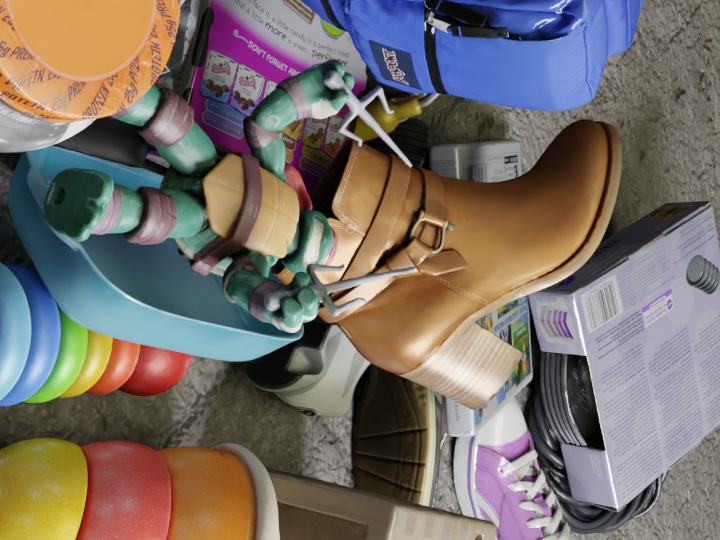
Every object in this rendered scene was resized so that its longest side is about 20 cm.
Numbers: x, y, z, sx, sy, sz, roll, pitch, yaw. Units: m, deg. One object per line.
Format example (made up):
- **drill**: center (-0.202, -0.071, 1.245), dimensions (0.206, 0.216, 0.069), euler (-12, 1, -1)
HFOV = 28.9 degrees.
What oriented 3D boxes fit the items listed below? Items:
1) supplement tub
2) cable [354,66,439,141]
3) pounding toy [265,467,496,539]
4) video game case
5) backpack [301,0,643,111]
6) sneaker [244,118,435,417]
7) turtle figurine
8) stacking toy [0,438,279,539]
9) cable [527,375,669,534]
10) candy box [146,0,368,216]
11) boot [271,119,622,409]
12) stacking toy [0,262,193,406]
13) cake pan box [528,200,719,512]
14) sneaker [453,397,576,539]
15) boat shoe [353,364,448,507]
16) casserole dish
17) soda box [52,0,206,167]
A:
- **supplement tub**: center (-0.174, -0.110, 0.573), dimensions (0.122, 0.200, 0.123), euler (-9, 101, -48)
- **cable**: center (0.061, -0.118, 0.847), dimensions (0.097, 0.199, 0.050), euler (-55, 131, -40)
- **pounding toy**: center (0.001, 0.224, 0.813), dimensions (0.142, 0.200, 0.185), euler (21, 79, -48)
- **video game case**: center (0.086, 0.003, 0.956), dimensions (0.200, 0.022, 0.183), euler (-19, 106, -72)
- **backpack**: center (0.044, -0.179, 0.713), dimensions (0.163, 0.199, 0.168), euler (67, 39, -66)
- **sneaker**: center (0.000, 0.000, 0.891), dimensions (0.088, 0.074, 0.200), euler (41, 71, -48)
- **turtle figurine**: center (-0.056, -0.034, 0.692), dimensions (0.200, 0.101, 0.150), euler (21, 54, -42)
- **stacking toy**: center (-0.155, 0.131, 0.709), dimensions (0.200, 0.146, 0.147), euler (26, 74, -27)
- **cable**: center (0.205, 0.138, 1.153), dimensions (0.163, 0.051, 0.200), euler (-45, 126, -36)
- **candy box**: center (-0.055, -0.146, 0.812), dimensions (0.136, 0.061, 0.201), euler (23, 78, -48)
- **boot**: center (0.052, -0.036, 0.820), dimensions (0.155, 0.077, 0.200), euler (34, 88, -18)
- **stacking toy**: center (-0.160, 0.032, 0.706), dimensions (0.200, 0.085, 0.086), euler (7, 89, -55)
- **cake pan box**: center (0.221, 0.064, 1.101), dimensions (0.200, 0.052, 0.185), euler (-30, 112, -37)
- **sneaker**: center (0.136, 0.186, 1.031), dimensions (0.073, 0.114, 0.201), euler (-21, 109, -44)
- **boat shoe**: center (0.040, 0.082, 0.939), dimensions (0.065, 0.073, 0.201), euler (0, 95, -44)
- **casserole dish**: center (-0.109, -0.004, 0.733), dimensions (0.039, 0.121, 0.200), euler (-44, 151, 18)
- **soda box**: center (-0.114, -0.158, 0.693), dimensions (0.063, 0.071, 0.201), euler (12, 103, -51)
